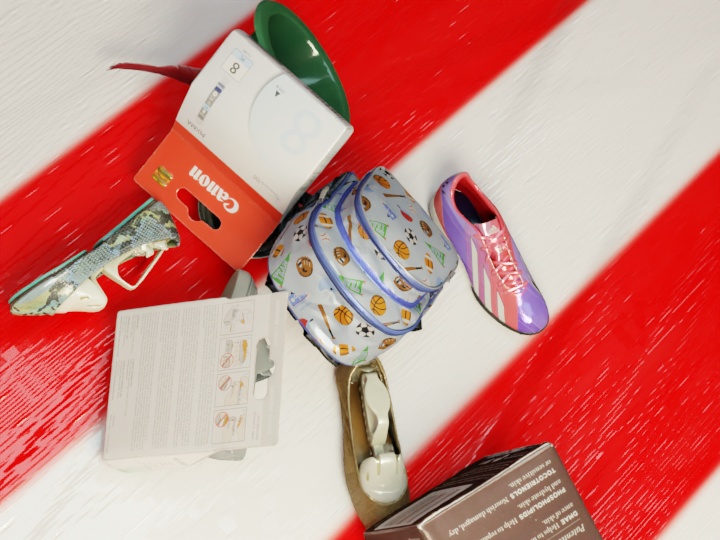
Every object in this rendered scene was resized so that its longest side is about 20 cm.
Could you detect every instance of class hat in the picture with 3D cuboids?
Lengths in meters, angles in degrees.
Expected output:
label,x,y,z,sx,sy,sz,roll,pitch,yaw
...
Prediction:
label,x,y,z,sx,sy,sz,roll,pitch,yaw
hat,-0.135,-0.197,1.554,0.201,0.175,0.166,59,23,-6

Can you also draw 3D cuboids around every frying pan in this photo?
label,x,y,z,sx,sy,sz,roll,pitch,yaw
frying pan,-0.111,-0.096,1.518,0.114,0.031,0.191,24,63,-6

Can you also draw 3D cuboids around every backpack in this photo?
label,x,y,z,sx,sy,sz,roll,pitch,yaw
backpack,0.000,0.000,1.406,0.200,0.154,0.191,45,36,-4

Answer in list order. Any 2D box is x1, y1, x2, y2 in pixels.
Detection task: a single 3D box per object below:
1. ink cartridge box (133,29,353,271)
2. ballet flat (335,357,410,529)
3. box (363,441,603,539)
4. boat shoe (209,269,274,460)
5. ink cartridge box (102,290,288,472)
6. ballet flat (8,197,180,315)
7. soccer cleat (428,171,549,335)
label,x,y,z,sx,sy,sz,roll,pitch,yaw
ink cartridge box,-0.129,-0.124,1.436,0.160,0.047,0.200,41,98,7
ballet flat,0.017,0.177,1.420,0.067,0.072,0.202,-2,70,-16
box,0.136,0.298,1.335,0.164,0.166,0.201,-28,88,-23
boat shoe,-0.127,0.101,1.423,0.071,0.070,0.202,17,69,-18
ink cartridge box,-0.157,0.111,1.360,0.198,0.050,0.162,-7,66,21
ballet flat,-0.268,0.002,1.423,0.200,0.074,0.074,-39,82,-22
soccer cleat,0.148,-0.018,1.529,0.068,0.073,0.201,-27,77,-22
